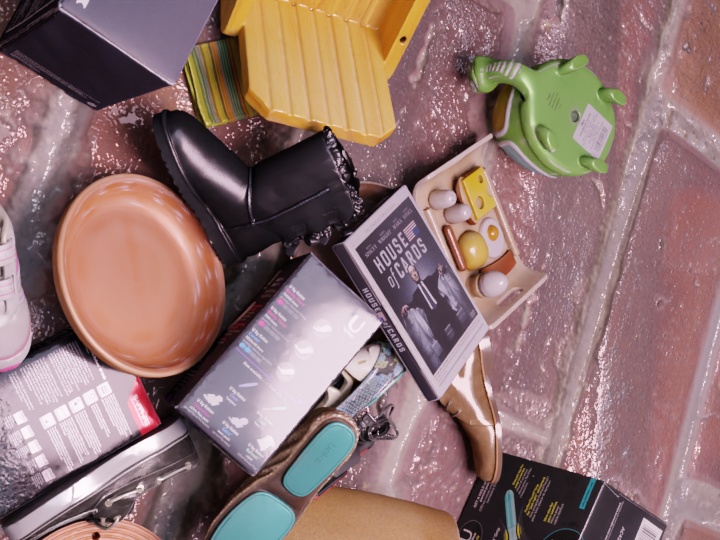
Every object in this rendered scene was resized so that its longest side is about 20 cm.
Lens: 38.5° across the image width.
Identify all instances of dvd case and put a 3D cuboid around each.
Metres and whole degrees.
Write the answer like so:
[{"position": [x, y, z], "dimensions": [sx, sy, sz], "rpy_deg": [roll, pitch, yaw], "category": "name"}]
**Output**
[{"position": [0.061, 0.022, 1.139], "dimensions": [0.201, 0.025, 0.150], "rpy_deg": [59, 39, -12], "category": "dvd case"}]

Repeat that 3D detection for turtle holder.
[{"position": [0.216, -0.184, 1.255], "dimensions": [0.185, 0.131, 0.142], "rpy_deg": [0, 92, -32], "category": "turtle holder"}]

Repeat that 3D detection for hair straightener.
[{"position": [0.004, 0.188, 1.120], "dimensions": [0.041, 0.077, 0.200], "rpy_deg": [47, 22, 17], "category": "hair straightener"}]

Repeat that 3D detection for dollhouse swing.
[{"position": [-0.023, -0.261, 1.055], "dimensions": [0.199, 0.176, 0.182], "rpy_deg": [11, 127, -27], "category": "dollhouse swing"}]

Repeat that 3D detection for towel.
[{"position": [-0.096, -0.218, 1.121], "dimensions": [0.199, 0.018, 0.087], "rpy_deg": [-21, 102, -31], "category": "towel"}]

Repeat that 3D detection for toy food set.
[{"position": [0.152, -0.049, 1.238], "dimensions": [0.143, 0.060, 0.201], "rpy_deg": [-36, 110, -41], "category": "toy food set"}]

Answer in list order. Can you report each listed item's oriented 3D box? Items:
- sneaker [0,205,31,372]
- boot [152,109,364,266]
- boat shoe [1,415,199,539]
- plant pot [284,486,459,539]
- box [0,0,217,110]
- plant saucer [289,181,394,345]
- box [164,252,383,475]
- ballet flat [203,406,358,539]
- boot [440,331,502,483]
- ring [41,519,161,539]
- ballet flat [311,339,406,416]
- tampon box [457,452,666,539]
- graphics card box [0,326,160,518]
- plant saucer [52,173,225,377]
[{"position": [-0.344, -0.006, 0.909], "dimensions": [0.081, 0.088, 0.201], "rpy_deg": [-22, 94, -31], "category": "sneaker"}, {"position": [-0.095, -0.100, 1.031], "dimensions": [0.162, 0.074, 0.199], "rpy_deg": [-20, 124, 10], "category": "boot"}, {"position": [-0.244, 0.214, 0.996], "dimensions": [0.199, 0.071, 0.064], "rpy_deg": [-28, 98, -31], "category": "boat shoe"}, {"position": [-0.027, 0.308, 1.095], "dimensions": [0.199, 0.186, 0.187], "rpy_deg": [26, 76, -12], "category": "plant pot"}, {"position": [-0.210, -0.267, 0.940], "dimensions": [0.123, 0.198, 0.201], "rpy_deg": [32, 75, -29], "category": "box"}, {"position": [0.000, 0.000, 1.177], "dimensions": [0.199, 0.032, 0.202], "rpy_deg": [0, 90, -33], "category": "plant saucer"}, {"position": [-0.090, 0.092, 1.042], "dimensions": [0.106, 0.122, 0.200], "rpy_deg": [43, 77, -10], "category": "box"}, {"position": [-0.079, 0.213, 1.013], "dimensions": [0.200, 0.065, 0.071], "rpy_deg": [-44, 109, 0], "category": "ballet flat"}, {"position": [0.126, 0.163, 1.250], "dimensions": [0.075, 0.074, 0.201], "rpy_deg": [-11, 92, -13], "category": "boot"}, {"position": [-0.267, 0.345, 1.018], "dimensions": [0.199, 0.019, 0.202], "rpy_deg": [0, 90, -33], "category": "ring"}, {"position": [-0.022, 0.130, 1.124], "dimensions": [0.200, 0.074, 0.074], "rpy_deg": [-46, 114, -10], "category": "ballet flat"}, {"position": [0.228, 0.322, 1.228], "dimensions": [0.126, 0.200, 0.150], "rpy_deg": [36, 73, -28], "category": "tampon box"}, {"position": [-0.304, 0.140, 0.971], "dimensions": [0.199, 0.051, 0.126], "rpy_deg": [-31, 106, -30], "category": "graphics card box"}, {"position": [-0.216, 0.007, 1.001], "dimensions": [0.200, 0.037, 0.201], "rpy_deg": [23, 58, -44], "category": "plant saucer"}]
